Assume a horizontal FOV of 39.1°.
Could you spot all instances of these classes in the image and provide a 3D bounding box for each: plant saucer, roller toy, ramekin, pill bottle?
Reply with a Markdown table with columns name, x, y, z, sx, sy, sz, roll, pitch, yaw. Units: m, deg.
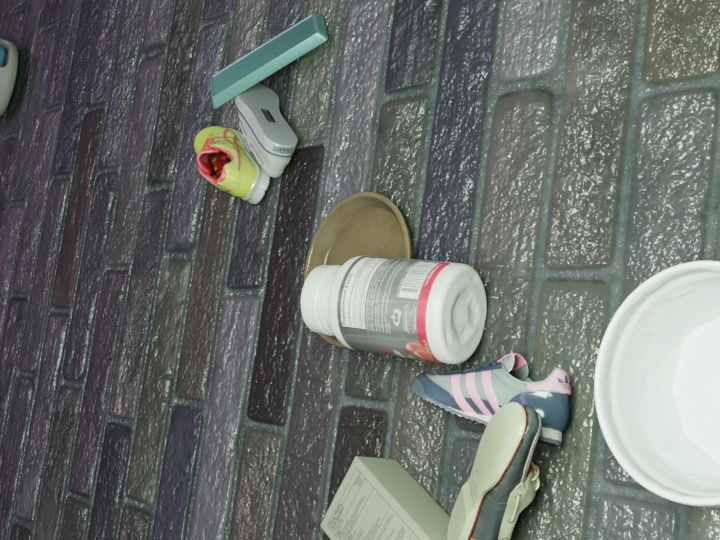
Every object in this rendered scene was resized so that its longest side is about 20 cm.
| name | x | y | z | sx | sy | sz | roll | pitch | yaw |
| --- | --- | --- | --- | --- | --- | --- | --- | --- | --- |
| plant saucer | 0.000 | 0.000 | 1.293 | 0.199 | 0.029 | 0.202 | -18 | 66 | 45 |
| roller toy | -0.853 | -0.440 | 2.297 | 0.182 | 0.139 | 0.201 | 22 | 99 | 60 |
| plant saucer | -0.138 | -0.309 | 1.478 | 0.199 | 0.019 | 0.070 | -27 | 42 | 15 |
| ramekin | 0.309 | 0.099 | 0.857 | 0.200 | 0.105 | 0.202 | -17 | 66 | 45 |
| pill bottle | 0.033 | 0.040 | 1.152 | 0.199 | 0.110 | 0.112 | 5 | 83 | 36 |

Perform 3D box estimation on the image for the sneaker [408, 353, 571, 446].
| name | x | y | z | sx | sy | sz | roll | pitch | yaw |
| --- | --- | --- | --- | --- | --- | --- | --- | --- | --- |
| sneaker | 0.140 | 0.124 | 1.076 | 0.199 | 0.070 | 0.083 | 13 | 84 | 43 |

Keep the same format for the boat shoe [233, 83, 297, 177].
| name | x | y | z | sx | sy | sz | roll | pitch | yaw |
| --- | --- | --- | --- | --- | --- | --- | --- | --- | --- |
| boat shoe | -0.145 | -0.210 | 1.490 | 0.200 | 0.072 | 0.066 | 57 | 136 | 42 |

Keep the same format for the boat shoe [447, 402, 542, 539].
| name | x | y | z | sx | sy | sz | roll | pitch | yaw |
| --- | --- | --- | --- | --- | --- | --- | --- | --- | --- |
| boat shoe | 0.143 | 0.211 | 1.003 | 0.071 | 0.062 | 0.201 | -88 | 12 | -56 |

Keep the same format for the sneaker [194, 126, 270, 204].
| name | x | y | z | sx | sy | sz | roll | pitch | yaw |
| --- | --- | --- | --- | --- | --- | --- | --- | --- | --- |
| sneaker | -0.214 | -0.173 | 1.536 | 0.200 | 0.090 | 0.079 | 40 | 111 | 48 |

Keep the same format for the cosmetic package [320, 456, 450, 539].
| name | x | y | z | sx | sy | sz | roll | pitch | yaw |
| --- | --- | --- | --- | --- | --- | --- | --- | --- | --- |
| cosmetic package | 0.050 | 0.305 | 1.116 | 0.200 | 0.073 | 0.104 | 43 | 112 | 46 |
